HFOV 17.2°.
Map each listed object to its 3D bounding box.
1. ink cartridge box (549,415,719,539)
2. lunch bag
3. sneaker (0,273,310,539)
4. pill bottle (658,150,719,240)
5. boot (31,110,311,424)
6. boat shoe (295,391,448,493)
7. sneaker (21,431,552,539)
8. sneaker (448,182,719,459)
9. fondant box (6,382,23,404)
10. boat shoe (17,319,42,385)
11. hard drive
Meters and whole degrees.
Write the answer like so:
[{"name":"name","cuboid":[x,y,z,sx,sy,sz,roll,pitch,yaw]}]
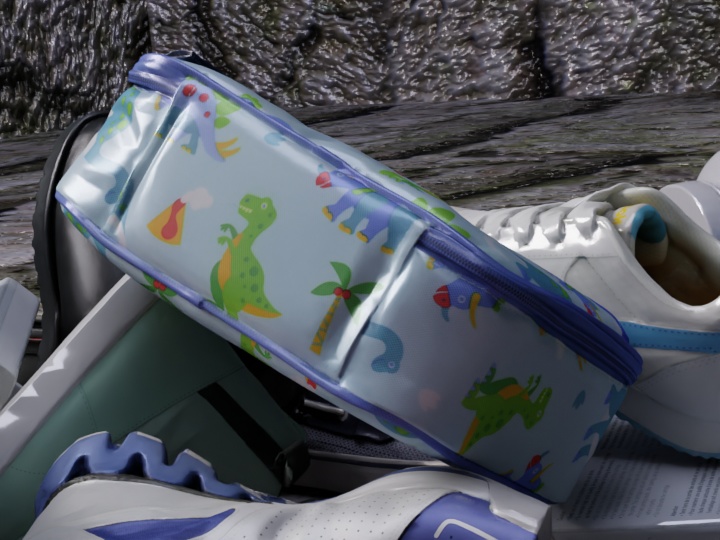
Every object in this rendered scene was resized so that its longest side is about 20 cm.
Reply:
[{"name":"ink cartridge box","cuboid":[0.145,0.086,0.935,0.199,0.044,0.196,-5,11,15]},{"name":"lunch bag","cuboid":[-0.002,0.004,0.870,0.200,0.083,0.161,31,-1,32]},{"name":"sneaker","cuboid":[-0.100,0.101,0.900,0.201,0.118,0.074,-50,5,-27]},{"name":"pill bottle","cuboid":[0.270,-0.025,1.374,0.199,0.113,0.112,-9,9,-23]},{"name":"boot","cuboid":[-0.088,0.014,1.090,0.073,0.199,0.162,13,-14,-34]},{"name":"boat shoe","cuboid":[0.010,0.051,1.089,0.199,0.093,0.075,2,10,36]},{"name":"sneaker","cuboid":[-0.041,0.117,0.779,0.198,0.081,0.115,5,26,23]},{"name":"sneaker","cuboid":[0.085,0.001,0.947,0.199,0.081,0.076,20,30,26]},{"name":"fondant box","cuboid":[-0.257,0.038,1.227,0.144,0.058,0.200,39,-10,-21]},{"name":"boat shoe","cuboid":[-0.126,0.043,1.373,0.200,0.063,0.074,-7,6,-20]},{"name":"hard drive","cuboid":[-0.190,0.074,1.027,0.027,0.132,0.200,37,3,-8]}]
